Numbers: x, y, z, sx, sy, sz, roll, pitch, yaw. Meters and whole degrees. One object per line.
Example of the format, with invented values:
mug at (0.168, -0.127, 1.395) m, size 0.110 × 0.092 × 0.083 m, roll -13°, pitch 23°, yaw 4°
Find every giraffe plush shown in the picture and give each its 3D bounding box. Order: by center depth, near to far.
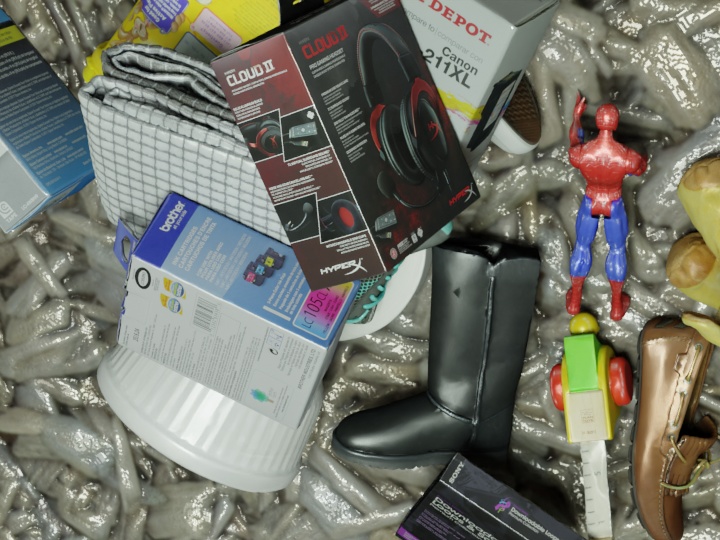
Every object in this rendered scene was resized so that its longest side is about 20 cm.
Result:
giraffe plush at (0.319, 0.016, 1.171) m, size 0.172 × 0.162 × 0.201 m, roll -7°, pitch 106°, yaw 20°

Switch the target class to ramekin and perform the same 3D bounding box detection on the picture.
ramekin at (-0.124, 0.098, 1.331) m, size 0.202 × 0.202 × 0.094 m, roll 32°, pitch 104°, yaw 5°

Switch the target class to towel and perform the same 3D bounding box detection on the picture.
towel at (-0.114, -0.084, 1.192) m, size 0.200 × 0.086 × 0.166 m, roll 20°, pitch 146°, yaw 11°

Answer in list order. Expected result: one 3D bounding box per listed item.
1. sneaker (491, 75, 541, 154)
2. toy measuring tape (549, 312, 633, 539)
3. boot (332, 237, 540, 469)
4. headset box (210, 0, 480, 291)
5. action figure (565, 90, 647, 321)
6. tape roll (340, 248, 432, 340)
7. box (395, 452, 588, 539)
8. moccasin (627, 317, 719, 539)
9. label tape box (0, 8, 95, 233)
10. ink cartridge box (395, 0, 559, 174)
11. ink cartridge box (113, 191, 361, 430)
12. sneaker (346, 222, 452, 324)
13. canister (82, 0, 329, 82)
sneaker at (0.067, -0.168, 1.247) m, size 0.200 × 0.073 × 0.085 m, roll 50°, pitch 132°, yaw 0°
toy measuring tape at (0.203, 0.136, 1.288) m, size 0.073 × 0.074 × 0.201 m, roll -8°, pitch 84°, yaw 20°
boot at (0.065, 0.070, 1.299) m, size 0.164 × 0.066 × 0.200 m, roll 1°, pitch 116°, yaw -14°
headset box at (-0.011, -0.109, 1.076) m, size 0.075 × 0.149 × 0.200 m, roll -15°, pitch 104°, yaw 38°
action figure at (0.202, -0.066, 1.242) m, size 0.065 × 0.099 × 0.200 m, roll 7°, pitch 133°, yaw 12°
tape roll at (-0.033, -0.035, 1.336) m, size 0.202 × 0.037 × 0.203 m, roll 5°, pitch 110°, yaw 15°
box at (0.114, 0.237, 1.322) m, size 0.143 × 0.036 × 0.200 m, roll 33°, pitch 154°, yaw 5°
moccasin at (0.274, 0.140, 1.285) m, size 0.078 × 0.074 × 0.202 m, roll 8°, pitch 101°, yaw 24°
label tape box at (-0.324, -0.145, 1.331) m, size 0.066 × 0.143 × 0.200 m, roll -38°, pitch 94°, yaw 25°
ink cartridge box at (0.041, -0.158, 1.168) m, size 0.146 × 0.083 × 0.200 m, roll 36°, pitch 128°, yaw 14°
ink cartridge box at (-0.114, 0.027, 1.192) m, size 0.200 × 0.076 × 0.137 m, roll 24°, pitch 144°, yaw 2°
sneaker at (0.000, 0.000, 1.283) m, size 0.200 × 0.078 × 0.091 m, roll -18°, pitch 107°, yaw 32°
canister at (-0.122, -0.201, 1.279) m, size 0.148 × 0.087 × 0.200 m, roll 41°, pitch 114°, yaw 0°
